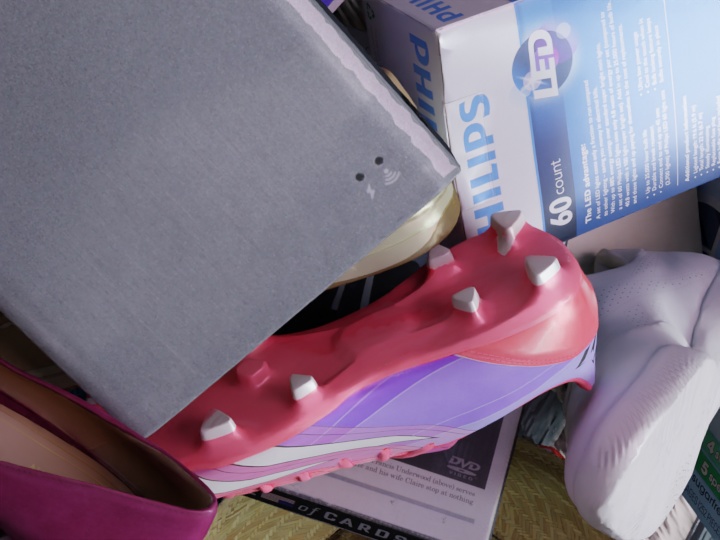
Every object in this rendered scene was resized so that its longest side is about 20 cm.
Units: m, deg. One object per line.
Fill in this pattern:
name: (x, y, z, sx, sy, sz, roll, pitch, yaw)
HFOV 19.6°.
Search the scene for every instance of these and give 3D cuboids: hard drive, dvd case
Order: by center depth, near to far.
hard drive: (-0.084, -0.059, 0.639, 0.139, 0.033, 0.200, -40, 114, 8)
dvd case: (0.000, 0.000, 0.801, 0.150, 0.025, 0.201, 18, 63, -2)

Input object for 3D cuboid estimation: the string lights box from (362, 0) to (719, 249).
string lights box: (0.106, -0.083, 0.785, 0.199, 0.059, 0.103, -21, 122, -20)

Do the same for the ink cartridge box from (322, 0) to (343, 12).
ink cartridge box: (-0.127, -0.081, 0.698, 0.200, 0.043, 0.198, -48, 136, 15)

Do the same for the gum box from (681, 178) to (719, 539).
gum box: (0.187, 0.027, 0.935, 0.044, 0.170, 0.200, -6, 130, -25)

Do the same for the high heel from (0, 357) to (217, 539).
high heel: (-0.133, 0.026, 0.654, 0.200, 0.096, 0.068, 43, 42, -16)

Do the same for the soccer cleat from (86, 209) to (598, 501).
soccer cleat: (-0.008, 0.048, 0.730, 0.199, 0.067, 0.077, -24, 128, -5)

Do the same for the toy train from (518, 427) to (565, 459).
toy train: (0.072, 0.092, 0.928, 0.200, 0.046, 0.034, 49, 42, -52)

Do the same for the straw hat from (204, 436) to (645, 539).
straw hat: (0.022, 0.127, 0.869, 0.085, 0.200, 0.202, -98, 165, -66)

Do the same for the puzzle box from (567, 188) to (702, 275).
puzzle box: (0.057, -0.029, 0.905, 0.199, 0.025, 0.134, -9, 98, -24)

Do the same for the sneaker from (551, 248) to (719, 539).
sneaker: (0.098, 0.041, 0.829, 0.200, 0.088, 0.075, -41, 149, -62)

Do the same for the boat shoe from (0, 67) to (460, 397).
boat shoe: (-0.068, -0.015, 0.721, 0.199, 0.074, 0.067, -21, 115, -3)

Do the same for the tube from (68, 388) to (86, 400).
tube: (-0.128, 0.065, 0.745, 0.200, 0.050, 0.078, -26, 119, -48)
